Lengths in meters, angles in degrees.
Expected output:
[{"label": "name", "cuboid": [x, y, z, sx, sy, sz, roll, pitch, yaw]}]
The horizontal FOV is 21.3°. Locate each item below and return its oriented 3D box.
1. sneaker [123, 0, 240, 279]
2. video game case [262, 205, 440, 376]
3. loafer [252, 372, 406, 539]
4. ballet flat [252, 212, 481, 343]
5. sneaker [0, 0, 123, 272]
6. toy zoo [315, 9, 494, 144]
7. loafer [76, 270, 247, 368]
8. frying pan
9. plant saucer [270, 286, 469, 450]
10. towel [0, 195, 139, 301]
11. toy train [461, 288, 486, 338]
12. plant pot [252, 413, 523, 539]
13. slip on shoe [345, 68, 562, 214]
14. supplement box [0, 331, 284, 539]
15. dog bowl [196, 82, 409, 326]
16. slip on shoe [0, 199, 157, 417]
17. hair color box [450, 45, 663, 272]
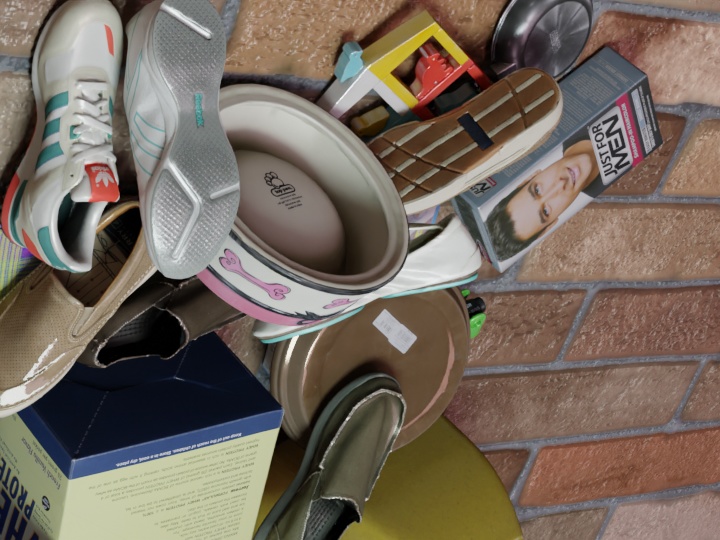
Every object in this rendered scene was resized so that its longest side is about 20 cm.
[{"label": "sneaker", "cuboid": [-0.132, -0.095, 1.364, 0.070, 0.080, 0.202, -2, 94, -31]}, {"label": "video game case", "cuboid": [-0.005, 0.002, 1.672, 0.142, 0.018, 0.201, -16, 141, -32]}, {"label": "loafer", "cuboid": [-0.014, 0.182, 1.620, 0.075, 0.070, 0.201, 33, 83, -38]}, {"label": "ballet flat", "cuboid": [0.000, 0.000, 1.571, 0.199, 0.070, 0.070, -17, 136, -8]}, {"label": "sneaker", "cuboid": [-0.194, -0.093, 1.367, 0.070, 0.093, 0.201, 1, 114, -43]}, {"label": "toy zoo", "cuboid": [0.041, -0.136, 1.598, 0.131, 0.021, 0.200, -40, 142, 8]}, {"label": "loafer", "cuboid": [-0.148, 0.039, 1.516, 0.199, 0.071, 0.073, -20, 134, -29]}, {"label": "frying pan", "cuboid": [0.132, -0.193, 1.646, 0.189, 0.031, 0.115, -23, 136, -31]}, {"label": "plant saucer", "cuboid": [0.015, 0.080, 1.671, 0.199, 0.029, 0.201, -13, 118, -26]}, {"label": "towel", "cuboid": [-0.226, 0.006, 1.493, 0.199, 0.023, 0.144, -12, 131, -35]}, {"label": "toy train", "cuboid": [0.028, 0.073, 1.743, 0.199, 0.042, 0.057, -23, 156, -24]}, {"label": "plant pot", "cuboid": [0.035, 0.259, 1.780, 0.194, 0.200, 0.196, -25, 138, -42]}, {"label": "slip on shoe", "cuboid": [0.077, -0.097, 1.586, 0.199, 0.076, 0.061, -32, 157, -10]}, {"label": "supplement box", "cuboid": [-0.195, 0.172, 1.574, 0.199, 0.134, 0.201, -11, 130, -35]}, {"label": "dog bowl", "cuboid": [-0.063, -0.044, 1.472, 0.199, 0.201, 0.074, -1, 145, -42]}, {"label": "slip on shoe", "cuboid": [-0.221, 0.025, 1.424, 0.200, 0.076, 0.061, -42, 170, -10]}, {"label": "hair color box", "cuboid": [0.175, -0.101, 1.737, 0.200, 0.061, 0.099, -38, 141, -10]}]
